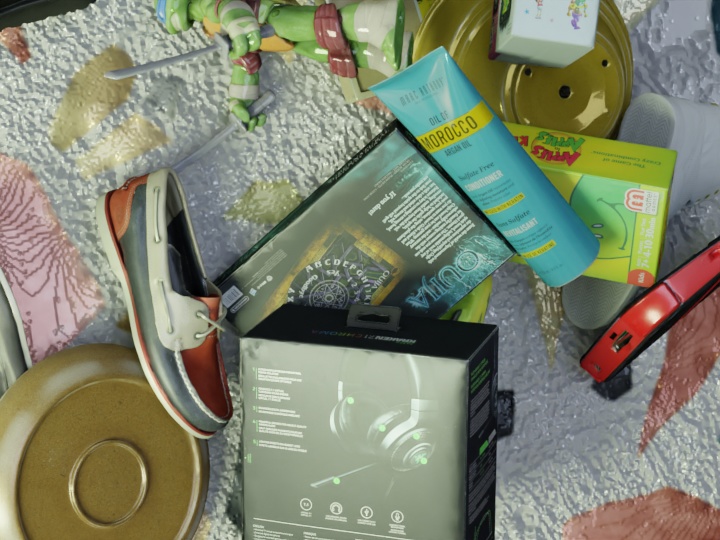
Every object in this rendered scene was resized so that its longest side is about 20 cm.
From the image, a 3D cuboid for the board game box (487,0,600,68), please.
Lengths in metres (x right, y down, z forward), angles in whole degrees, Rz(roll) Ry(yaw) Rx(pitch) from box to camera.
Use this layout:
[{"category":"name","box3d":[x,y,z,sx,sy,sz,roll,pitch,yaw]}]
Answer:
[{"category":"board game box","box3d":[0.137,-0.252,1.373,0.064,0.148,0.201,7,89,-4]}]

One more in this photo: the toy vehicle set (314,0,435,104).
[{"category":"toy vehicle set","box3d":[0.064,-0.219,1.528,0.199,0.027,0.125,-18,95,-17]}]

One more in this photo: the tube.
[{"category":"tube","box3d":[0.095,-0.075,1.398,0.200,0.077,0.050,48,40,-19]}]

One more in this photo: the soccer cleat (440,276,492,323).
[{"category":"soccer cleat","box3d":[0.064,0.089,1.518,0.084,0.065,0.201,28,76,-43]}]

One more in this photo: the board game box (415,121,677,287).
[{"category":"board game box","box3d":[0.132,-0.055,1.465,0.199,0.102,0.048,11,45,12]}]

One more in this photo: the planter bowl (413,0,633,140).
[{"category":"planter bowl","box3d":[0.142,-0.143,1.501,0.200,0.083,0.201,-5,104,-20]}]

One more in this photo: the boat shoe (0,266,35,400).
[{"category":"boat shoe","box3d":[-0.272,0.058,1.400,0.057,0.067,0.201,-22,99,-21]}]

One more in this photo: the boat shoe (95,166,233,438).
[{"category":"boat shoe","box3d":[-0.133,0.024,1.428,0.062,0.071,0.201,-22,86,23]}]

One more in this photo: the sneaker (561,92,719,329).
[{"category":"sneaker","box3d":[0.239,-0.044,1.557,0.115,0.074,0.201,-3,120,-48]}]

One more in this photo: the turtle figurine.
[{"category":"turtle figurine","box3d":[-0.065,-0.142,1.417,0.193,0.200,0.144,4,132,10]}]

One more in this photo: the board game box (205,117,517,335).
[{"category":"board game box","box3d":[0.000,0.000,1.456,0.200,0.028,0.135,-40,106,17]}]

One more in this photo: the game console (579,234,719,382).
[{"category":"game console","box3d":[0.256,0.010,1.500,0.177,0.200,0.031,-39,81,-15]}]

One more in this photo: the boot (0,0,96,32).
[{"category":"boot","box3d":[-0.279,-0.244,1.354,0.211,0.079,0.158,-23,140,-24]}]

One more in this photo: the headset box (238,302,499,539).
[{"category":"headset box","box3d":[0.006,0.125,1.410,0.173,0.093,0.201,4,106,18]}]

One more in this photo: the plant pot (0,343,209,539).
[{"category":"plant pot","box3d":[-0.188,0.154,1.411,0.200,0.027,0.201,-3,95,-37]}]
